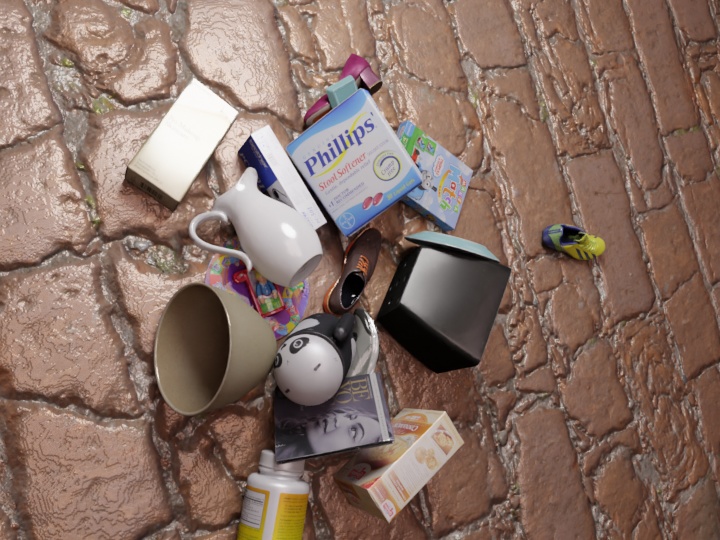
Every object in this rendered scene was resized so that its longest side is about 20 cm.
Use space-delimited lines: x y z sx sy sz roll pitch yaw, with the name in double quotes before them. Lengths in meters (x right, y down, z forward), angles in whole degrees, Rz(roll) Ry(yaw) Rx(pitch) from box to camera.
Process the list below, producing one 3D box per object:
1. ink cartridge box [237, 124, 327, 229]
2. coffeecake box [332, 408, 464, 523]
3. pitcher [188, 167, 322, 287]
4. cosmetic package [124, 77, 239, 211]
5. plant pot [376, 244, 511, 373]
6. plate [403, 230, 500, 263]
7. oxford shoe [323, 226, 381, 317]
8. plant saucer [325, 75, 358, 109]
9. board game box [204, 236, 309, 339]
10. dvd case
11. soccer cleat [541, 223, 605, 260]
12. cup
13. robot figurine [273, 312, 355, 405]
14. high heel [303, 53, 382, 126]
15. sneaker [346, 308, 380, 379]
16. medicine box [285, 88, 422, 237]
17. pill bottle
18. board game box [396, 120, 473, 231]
"ink cartridge box" -0.146 -0.155 1.071 0.044 0.094 0.202 -34 97 -27
"coffeecake box" 0.067 0.346 1.065 0.199 0.153 0.074 -37 98 -27
"pitcher" -0.177 -0.054 0.996 0.171 0.122 0.200 -41 78 -21
"cosmetic package" -0.308 -0.218 1.012 0.103 0.073 0.202 33 70 -18
"plant pot" 0.146 0.065 1.140 0.175 0.199 0.203 27 70 -8
"plate" 0.184 -0.050 1.162 0.197 0.200 0.026 15 89 -24
"oxford shoe" 0.000 0.000 1.132 0.071 0.072 0.203 31 69 -18
"plant saucer" -0.006 -0.279 1.164 0.070 0.019 0.203 -36 120 -27
"board game box" -0.180 0.031 1.053 0.198 0.039 0.160 28 70 -20
"dvd case" -0.050 0.249 1.002 0.196 0.150 0.016 -9 128 -4
"soccer cleat" 0.527 -0.068 1.404 0.197 0.083 0.066 10 77 -25
"cup" -0.220 0.129 0.950 0.142 0.198 0.205 12 75 -50
"robot figurine" -0.077 0.147 1.005 0.122 0.200 0.153 7 106 9
"high heel" -0.054 -0.366 1.184 0.199 0.068 0.096 -35 74 -25
"sneaker" -0.010 0.172 1.101 0.078 0.074 0.204 7 79 -20
"medicine box" -0.009 -0.202 1.095 0.181 0.103 0.201 -34 100 12
"pill bottle" -0.146 0.410 0.972 0.108 0.109 0.204 15 76 -24
"board game box" 0.143 -0.200 1.250 0.198 0.036 0.154 31 69 -26
